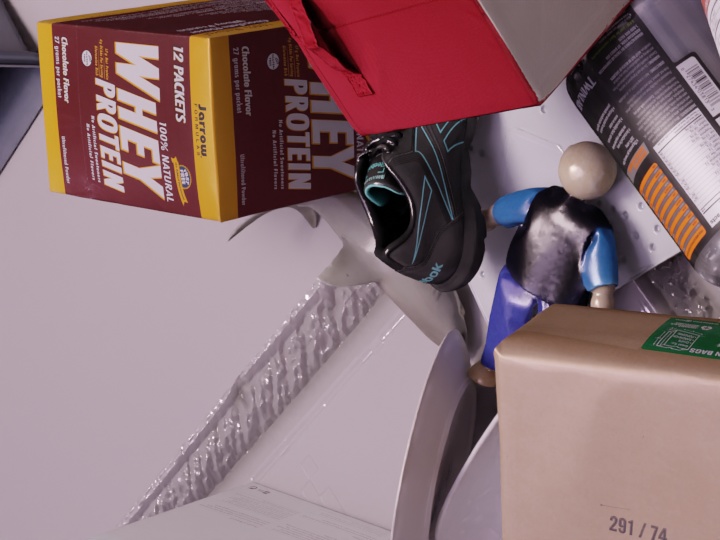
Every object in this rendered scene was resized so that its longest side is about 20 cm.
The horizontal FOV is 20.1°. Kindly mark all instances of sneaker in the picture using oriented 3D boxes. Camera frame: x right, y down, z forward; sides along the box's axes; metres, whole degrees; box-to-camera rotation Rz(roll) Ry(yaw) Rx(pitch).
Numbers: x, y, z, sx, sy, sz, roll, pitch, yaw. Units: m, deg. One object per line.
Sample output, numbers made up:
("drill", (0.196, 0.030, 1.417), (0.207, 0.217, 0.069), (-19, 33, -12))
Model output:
("sneaker", (0.039, -0.086, 1.433), (0.075, 0.079, 0.200), (-30, 60, 48))

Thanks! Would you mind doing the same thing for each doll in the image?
("doll", (0.127, -0.001, 1.406), (0.136, 0.048, 0.200), (43, 128, 37))

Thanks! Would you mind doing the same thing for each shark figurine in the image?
("shark figurine", (-0.013, -0.018, 1.536), (0.214, 0.089, 0.128), (35, 146, 29))

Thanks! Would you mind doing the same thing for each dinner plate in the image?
("dinner plate", (0.056, 0.142, 1.471), (0.024, 0.200, 0.201), (12, 112, 13))

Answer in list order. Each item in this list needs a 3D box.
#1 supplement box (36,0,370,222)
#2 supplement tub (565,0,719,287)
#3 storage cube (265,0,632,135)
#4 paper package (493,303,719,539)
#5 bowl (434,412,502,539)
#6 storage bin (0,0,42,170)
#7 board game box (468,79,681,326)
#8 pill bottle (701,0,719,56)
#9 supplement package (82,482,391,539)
("supplement box", (-0.104, -0.128, 1.539), (0.200, 0.197, 0.133), (11, 109, 43))
("supplement tub", (0.228, -0.076, 1.266), (0.200, 0.122, 0.123), (56, 134, 18))
("storage cube", (0.058, -0.210, 1.268), (0.180, 0.200, 0.171), (-4, 128, 54))
("paper package", (0.191, 0.125, 1.263), (0.200, 0.103, 0.191), (7, 113, 26))
("bowl", (0.172, 0.168, 1.400), (0.200, 0.075, 0.200), (37, 127, 12))
("storage bin", (-0.395, -0.177, 1.882), (0.200, 0.145, 0.134), (-50, 55, 41))
("board game box", (0.129, -0.069, 1.440), (0.200, 0.026, 0.200), (-34, 75, 46))
("pill bottle", (0.261, -0.144, 1.177), (0.112, 0.112, 0.200), (-44, 47, 43))
("supplement package", (-0.097, 0.283, 1.645), (0.191, 0.200, 0.147), (12, 109, 44))
